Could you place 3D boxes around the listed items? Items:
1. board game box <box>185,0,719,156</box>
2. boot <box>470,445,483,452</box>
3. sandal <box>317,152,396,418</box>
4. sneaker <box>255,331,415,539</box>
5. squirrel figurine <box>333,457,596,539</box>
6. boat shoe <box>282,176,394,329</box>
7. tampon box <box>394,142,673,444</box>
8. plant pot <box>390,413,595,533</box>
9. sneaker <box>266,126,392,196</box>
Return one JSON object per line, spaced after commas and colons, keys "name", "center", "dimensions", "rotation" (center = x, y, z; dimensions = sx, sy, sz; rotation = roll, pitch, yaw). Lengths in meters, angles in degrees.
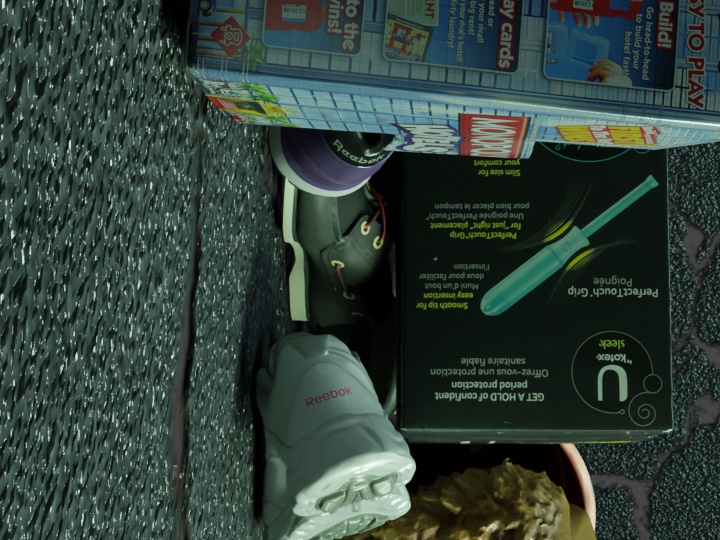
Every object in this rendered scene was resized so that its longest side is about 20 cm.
{"name": "board game box", "center": [0.050, -0.079, 0.628], "dimensions": [0.200, 0.199, 0.062], "rotation": [44, 51, -84]}
{"name": "boot", "center": [0.079, 0.135, 1.355], "dimensions": [0.079, 0.210, 0.159], "rotation": [-31, -119, 42]}
{"name": "sandal", "center": [0.001, 0.001, 1.035], "dimensions": [0.057, 0.079, 0.202], "rotation": [20, 71, -60]}
{"name": "sneaker", "center": [-0.018, 0.084, 0.866], "dimensions": [0.200, 0.077, 0.100], "rotation": [113, -39, -67]}
{"name": "squirrel figurine", "center": [0.037, 0.185, 1.008], "dimensions": [0.200, 0.186, 0.142], "rotation": [69, 26, -50]}
{"name": "boat shoe", "center": [-0.011, -0.031, 0.921], "dimensions": [0.202, 0.063, 0.074], "rotation": [85, 13, -60]}
{"name": "tampon box", "center": [0.094, -0.002, 0.953], "dimensions": [0.126, 0.149, 0.201], "rotation": [85, 5, -81]}
{"name": "plant pot", "center": [0.049, 0.132, 1.171], "dimensions": [0.195, 0.199, 0.202], "rotation": [-99, -169, -70]}
{"name": "sneaker", "center": [0.010, -0.139, 0.793], "dimensions": [0.088, 0.075, 0.201], "rotation": [155, -58, -68]}
